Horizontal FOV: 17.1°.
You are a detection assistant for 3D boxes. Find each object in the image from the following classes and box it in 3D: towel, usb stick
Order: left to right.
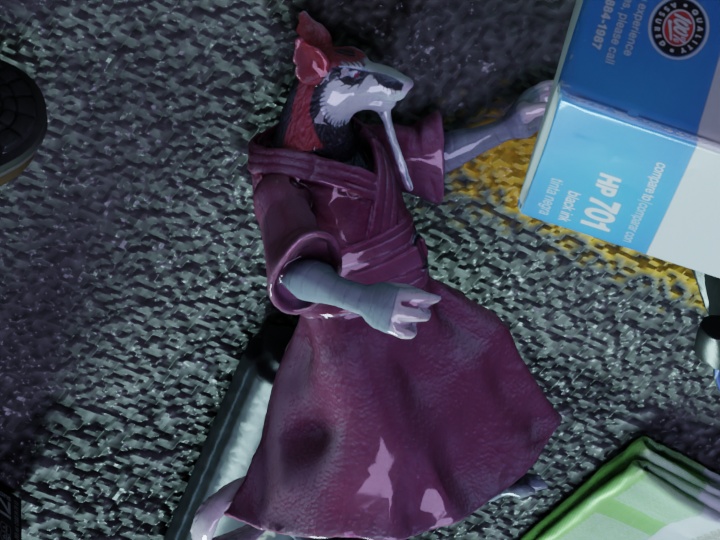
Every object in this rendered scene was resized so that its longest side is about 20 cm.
[{"bbox_3d":[-0.051,0.104,1.013,0.055,0.033,0.201,11,128,-17],"label":"usb stick"},{"bbox_3d":[0.152,0.164,1.101,0.199,0.031,0.149,28,121,-29],"label":"towel"}]

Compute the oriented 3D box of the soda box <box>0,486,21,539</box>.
[{"bbox_3d":[-0.175,0.165,0.933,0.071,0.201,0.063,-38,126,23],"label":"soda box"}]

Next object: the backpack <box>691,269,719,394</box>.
[{"bbox_3d":[0.233,0.013,0.903,0.190,0.155,0.200,-18,140,16],"label":"backpack"}]

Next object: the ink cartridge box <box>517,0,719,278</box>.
[{"bbox_3d":[0.168,-0.065,0.776,0.199,0.147,0.086,19,152,1],"label":"ink cartridge box"}]

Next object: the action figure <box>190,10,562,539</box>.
[{"bbox_3d":[0.000,0.000,0.896,0.148,0.134,0.201,-5,108,39],"label":"action figure"}]

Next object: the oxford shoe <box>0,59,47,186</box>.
[{"bbox_3d":[-0.203,-0.028,0.858,0.199,0.073,0.085,-13,147,6],"label":"oxford shoe"}]
